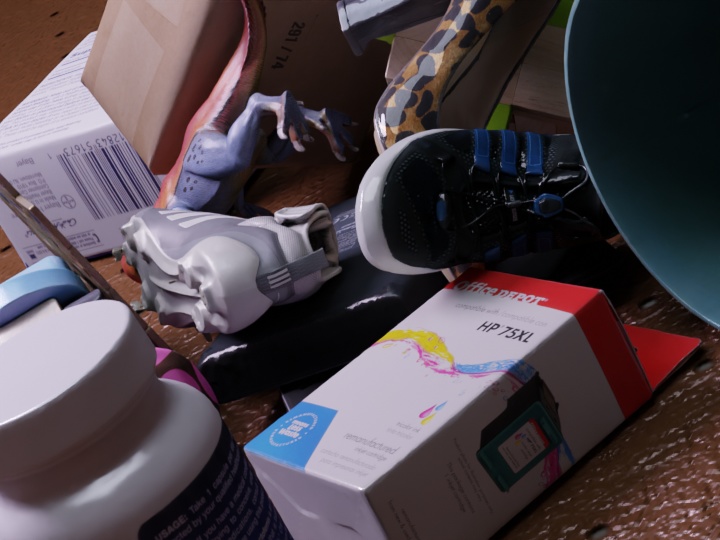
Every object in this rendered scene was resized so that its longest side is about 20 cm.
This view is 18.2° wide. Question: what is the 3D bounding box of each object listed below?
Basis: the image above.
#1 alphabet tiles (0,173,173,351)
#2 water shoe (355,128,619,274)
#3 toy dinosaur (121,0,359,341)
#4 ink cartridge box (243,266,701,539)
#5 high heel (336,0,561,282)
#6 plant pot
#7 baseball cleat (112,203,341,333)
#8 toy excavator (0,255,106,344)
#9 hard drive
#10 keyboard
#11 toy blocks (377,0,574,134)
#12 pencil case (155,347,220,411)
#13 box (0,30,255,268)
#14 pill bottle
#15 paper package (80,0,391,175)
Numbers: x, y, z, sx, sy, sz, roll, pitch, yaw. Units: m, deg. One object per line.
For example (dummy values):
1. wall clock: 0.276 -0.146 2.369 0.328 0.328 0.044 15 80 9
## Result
1. alphabet tiles: -0.173 -0.007 1.347 0.006 0.200 0.166 -45 24 -8
2. water shoe: 0.085 -0.043 1.156 0.200 0.072 0.079 -13 8 -41
3. toy dinosaur: -0.092 -0.061 1.437 0.181 0.201 0.105 -22 -4 31
4. ink cartridge box: 0.057 0.062 1.100 0.200 0.067 0.116 -38 24 -23
5. high heel: 0.077 -0.094 1.224 0.142 0.071 0.200 -21 65 8
6. plant pot: 0.222 -0.088 1.077 0.161 0.201 0.200 -27 20 -26
7. baseball cleat: -0.071 -0.004 1.285 0.106 0.070 0.200 -19 17 -17
8. toy excavator: -0.189 0.042 1.369 0.100 0.195 0.200 -30 50 -2
9. hard drive: 0.000 0.000 1.300 0.139 0.033 0.200 -20 17 28
10. keyboard: 0.045 0.028 1.245 0.200 0.021 0.127 -28 19 -2
11. toy blocks: 0.099 -0.108 1.341 0.199 0.100 0.137 13 -6 8
12. pencil case: -0.125 0.115 1.169 0.091 0.094 0.200 -23 22 15
13. box: -0.158 -0.108 1.663 0.184 0.105 0.200 -12 28 35
14. pill bottle: -0.093 0.120 0.980 0.115 0.200 0.116 -24 23 11
15. paper package: -0.061 -0.173 1.473 0.190 0.200 0.104 -5 42 -40
